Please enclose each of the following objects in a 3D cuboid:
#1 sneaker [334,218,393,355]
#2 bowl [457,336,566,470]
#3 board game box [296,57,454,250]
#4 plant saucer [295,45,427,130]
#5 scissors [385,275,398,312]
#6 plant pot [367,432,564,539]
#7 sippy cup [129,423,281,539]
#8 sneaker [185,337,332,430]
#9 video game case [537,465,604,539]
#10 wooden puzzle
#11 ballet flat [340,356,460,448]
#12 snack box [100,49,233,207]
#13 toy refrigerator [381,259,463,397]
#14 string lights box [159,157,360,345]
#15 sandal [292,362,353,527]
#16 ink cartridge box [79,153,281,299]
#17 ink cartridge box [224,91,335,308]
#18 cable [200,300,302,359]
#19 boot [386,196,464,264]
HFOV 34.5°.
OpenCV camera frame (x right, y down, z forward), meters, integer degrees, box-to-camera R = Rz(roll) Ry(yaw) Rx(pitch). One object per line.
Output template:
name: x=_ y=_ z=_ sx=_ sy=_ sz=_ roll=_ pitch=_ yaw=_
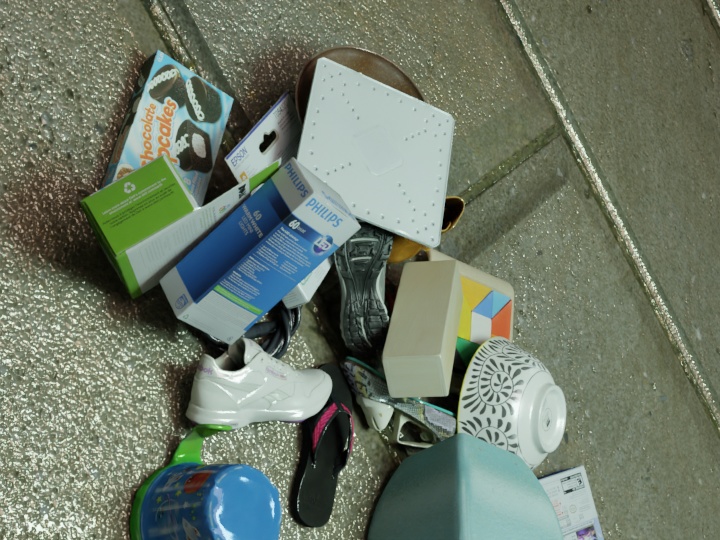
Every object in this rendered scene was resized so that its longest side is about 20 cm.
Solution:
sneaker: x=0.000 y=0.000 z=1.458 sx=0.073 sy=0.079 sz=0.204 roll=0 pitch=105 yaw=-7
bowl: x=0.217 y=0.194 z=1.555 sx=0.200 sy=0.093 sz=0.205 roll=-7 pitch=98 yaw=-56
board game box: x=0.016 y=-0.142 z=1.424 sx=0.197 sy=0.026 sz=0.203 roll=21 pitch=58 yaw=-18
plant saucer: x=0.001 y=-0.191 z=1.477 sx=0.197 sy=0.037 sz=0.204 roll=13 pitch=60 yaw=-24
scissors: x=0.042 y=0.022 z=1.568 sx=0.073 sy=0.014 sz=0.203 roll=-22 pitch=89 yaw=-43
plant pot: x=0.126 y=0.320 z=1.418 sx=0.194 sy=0.195 sz=0.203 roll=25 pitch=49 yaw=-32
sippy cup: x=-0.154 y=0.262 z=1.219 sx=0.139 sy=0.129 sz=0.180 roll=-36 pitch=99 yaw=-43
sneaker: x=-0.107 y=0.125 z=1.331 sx=0.198 sy=0.074 sz=0.101 roll=-5 pitch=106 yaw=-44
video game case: x=0.261 y=0.382 z=1.606 sx=0.198 sy=0.045 sz=0.184 roll=-6 pitch=77 yaw=-43
wooden puzzle: x=0.158 y=0.082 z=1.622 sx=0.183 sy=0.037 sz=0.203 roll=21 pitch=61 yaw=-40
ballet flat: x=0.047 y=0.180 z=1.477 sx=0.199 sy=0.072 sz=0.073 roll=31 pitch=56 yaw=-28
snack box: x=-0.227 y=-0.147 z=1.368 sx=0.115 sy=0.037 sz=0.203 roll=30 pitch=57 yaw=-30
toy refrigerator: x=0.082 y=0.073 z=1.471 sx=0.201 sy=0.075 sz=0.071 roll=-74 pitch=157 yaw=-54
string lights box: x=-0.107 y=-0.017 z=1.244 sx=0.103 sy=0.199 sz=0.059 roll=35 pitch=17 yaw=-54
sandal: x=-0.037 y=0.209 z=1.402 sx=0.074 sy=0.045 sz=0.203 roll=25 pitch=59 yaw=-33
ink cartridge box: x=-0.186 y=-0.070 z=1.241 sx=0.198 sy=0.148 sz=0.076 roll=-33 pitch=78 yaw=-13
ink cartridge box: x=-0.091 y=-0.089 z=1.420 sx=0.202 sy=0.043 sz=0.197 roll=60 pitch=32 yaw=-19
cable: x=-0.128 y=0.013 z=1.390 sx=0.163 sy=0.050 sz=0.202 roll=43 pitch=50 yaw=-22
boot: x=0.088 y=-0.064 z=1.541 sx=0.071 sy=0.143 sz=0.201 roll=58 pitch=39 yaw=-5
